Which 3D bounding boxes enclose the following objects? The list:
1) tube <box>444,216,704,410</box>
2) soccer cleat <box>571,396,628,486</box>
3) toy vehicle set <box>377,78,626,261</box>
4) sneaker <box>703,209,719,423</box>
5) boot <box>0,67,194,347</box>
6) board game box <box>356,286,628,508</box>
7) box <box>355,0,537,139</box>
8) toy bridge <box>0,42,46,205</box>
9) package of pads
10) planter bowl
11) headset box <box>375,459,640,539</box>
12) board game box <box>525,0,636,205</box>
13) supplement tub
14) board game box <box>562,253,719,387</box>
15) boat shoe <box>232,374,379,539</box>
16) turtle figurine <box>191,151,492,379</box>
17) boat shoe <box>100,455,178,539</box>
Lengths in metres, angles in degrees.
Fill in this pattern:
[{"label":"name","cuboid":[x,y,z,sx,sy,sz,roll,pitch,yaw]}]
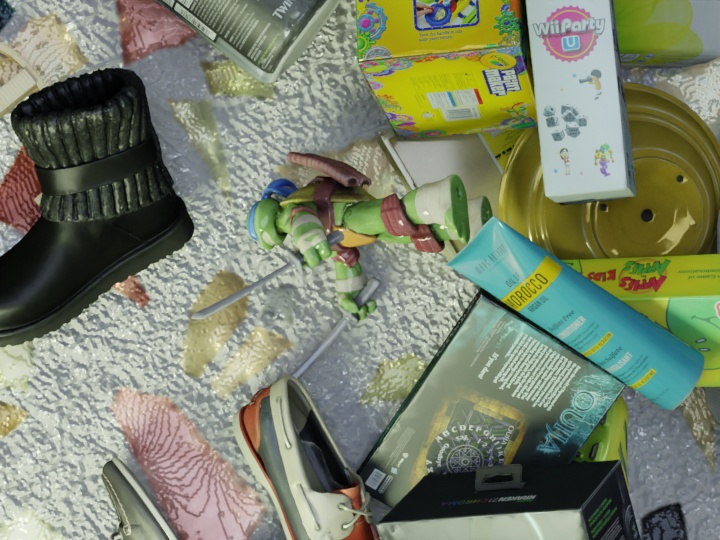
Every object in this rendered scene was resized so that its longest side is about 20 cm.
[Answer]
[{"label":"tube","cuboid":[0.162,0.030,1.441,0.200,0.077,0.050,33,48,-8]},{"label":"soccer cleat","cuboid":[0.194,0.196,1.558,0.083,0.065,0.201,13,81,-31]},{"label":"toy vehicle set","cuboid":[0.130,-0.104,1.581,0.200,0.027,0.125,-30,89,-6]},{"label":"sneaker","cuboid":[0.341,0.027,1.564,0.115,0.074,0.201,-13,116,-36]},{"label":"boot","cuboid":[-0.239,-0.051,1.485,0.211,0.079,0.158,-33,133,-13]},{"label":"board game box","cuboid":[0.101,0.124,1.515,0.135,0.028,0.200,31,114,-5]},{"label":"box","cuboid":[0.066,-0.223,1.475,0.122,0.200,0.193,-5,78,9]},{"label":"toy bridge","cuboid":[-0.285,-0.136,1.551,0.067,0.027,0.200,-40,91,-6]},{"label":"package of pads","cuboid":[0.214,-0.263,1.555,0.154,0.068,0.201,-2,87,-30]},{"label":"planter bowl","cuboid":[0.215,-0.047,1.535,0.200,0.083,0.201,-2,98,-10]},{"label":"headset box","cuboid":[0.124,0.244,1.463,0.174,0.093,0.201,-9,104,30]},{"label":"board game box","cuboid":[0.159,-0.152,1.415,0.064,0.148,0.201,-6,88,9]},{"label":"supplement tub","cuboid":[-0.113,-0.252,1.525,0.200,0.123,0.123,39,84,-1]},{"label":"board game box","cuboid":[0.217,0.041,1.498,0.199,0.102,0.048,-2,45,24]},{"label":"boat shoe","cuboid":[-0.027,0.177,1.515,0.063,0.071,0.200,-38,77,33]},{"label":"turtle figurine","cuboid":[0.000,0.000,1.497,0.193,0.200,0.144,-10,131,22]},{"label":"boat shoe","cuboid":[-0.157,0.242,1.516,0.057,0.067,0.200,-33,93,-10]}]
